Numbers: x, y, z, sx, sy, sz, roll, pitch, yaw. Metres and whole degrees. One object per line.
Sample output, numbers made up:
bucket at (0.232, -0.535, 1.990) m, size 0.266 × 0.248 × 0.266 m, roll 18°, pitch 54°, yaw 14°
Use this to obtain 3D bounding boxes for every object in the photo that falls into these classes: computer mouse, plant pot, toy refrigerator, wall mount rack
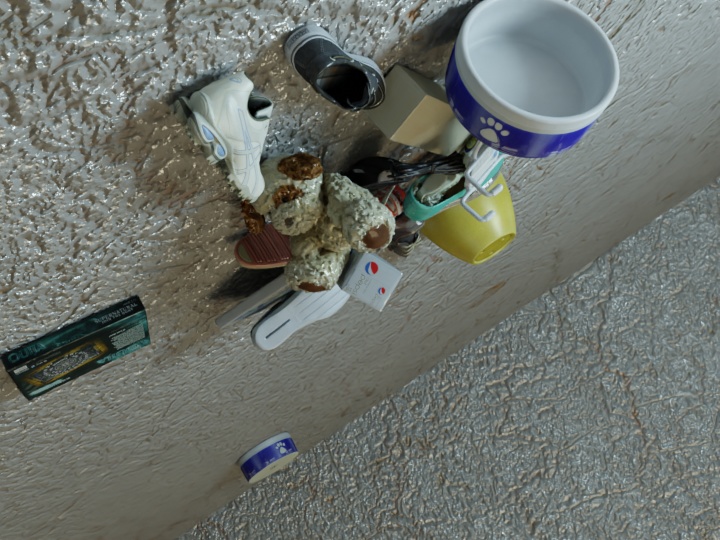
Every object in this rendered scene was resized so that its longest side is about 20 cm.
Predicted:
computer mouse at (0.062, -0.151, 1.053) m, size 0.140 × 0.046 × 0.200 m, roll -10°, pitch -177°, yaw -25°
plant pot at (0.219, -0.098, 1.396) m, size 0.199 × 0.142 × 0.200 m, roll -30°, pitch 161°, yaw -11°
toy refrigerator at (0.091, -0.218, 1.002) m, size 0.076 × 0.070 × 0.200 m, roll -48°, pitch 158°, yaw 23°
wall mount rack at (0.213, -0.158, 1.007) m, size 0.174 × 0.075 × 0.200 m, roll -47°, pitch 167°, yaw -6°

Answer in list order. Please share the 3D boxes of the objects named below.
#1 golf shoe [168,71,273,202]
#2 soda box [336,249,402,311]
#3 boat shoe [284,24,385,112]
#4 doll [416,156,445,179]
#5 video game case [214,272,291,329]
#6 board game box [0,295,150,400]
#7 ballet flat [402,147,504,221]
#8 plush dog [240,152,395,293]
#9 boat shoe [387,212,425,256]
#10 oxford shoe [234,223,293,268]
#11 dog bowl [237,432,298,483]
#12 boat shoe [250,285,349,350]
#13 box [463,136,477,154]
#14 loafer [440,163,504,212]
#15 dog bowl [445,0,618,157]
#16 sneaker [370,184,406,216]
golf shoe at (-0.128, -0.145, 0.812) m, size 0.097 × 0.078 × 0.200 m, roll -38°, pitch 163°, yaw -4°
soda box at (0.000, 0.000, 1.069) m, size 0.064 × 0.068 × 0.200 m, roll -59°, pitch -168°, yaw 4°
boat shoe at (-0.013, -0.215, 0.831) m, size 0.070 × 0.066 × 0.200 m, roll -38°, pitch 161°, yaw 14°
doll at (0.184, -0.210, 1.204) m, size 0.200 × 0.049 × 0.136 m, roll -38°, pitch 171°, yaw 17°
video game case at (-0.126, 0.027, 1.224) m, size 0.200 × 0.022 × 0.182 m, roll -33°, pitch 176°, yaw 26°
board game box at (-0.411, 0.116, 1.067) m, size 0.199 × 0.028 × 0.135 m, roll -26°, pitch 161°, yaw -24°
ballet flat at (0.151, -0.147, 1.112) m, size 0.200 × 0.067 × 0.070 m, roll -37°, pitch 170°, yaw -9°
plush dog at (-0.064, -0.089, 0.952) m, size 0.171 × 0.161 × 0.200 m, roll 30°, pitch 138°, yaw -25°
boat shoe at (0.078, -0.068, 1.242) m, size 0.074 × 0.073 × 0.200 m, roll -35°, pitch -173°, yaw -6°
oxford shoe at (-0.115, -0.032, 1.125) m, size 0.199 × 0.071 × 0.074 m, roll -16°, pitch 160°, yaw -40°
dog bowl at (-0.315, 0.642, 2.478) m, size 0.199 × 0.079 × 0.200 m, roll -29°, pitch 161°, yaw -11°
boat shoe at (-0.110, 0.063, 1.258) m, size 0.199 × 0.072 × 0.071 m, roll -31°, pitch -160°, yaw -17°
box at (0.230, -0.258, 1.069) m, size 0.032 × 0.121 × 0.200 m, roll 35°, pitch 120°, yaw -23°
loafer at (0.172, -0.148, 1.283) m, size 0.199 × 0.072 × 0.063 m, roll -31°, pitch -175°, yaw 1°
dog bowl at (0.209, -0.243, 0.896) m, size 0.199 × 0.201 × 0.079 m, roll -26°, pitch 162°, yaw -20°
sneaker at (0.026, -0.095, 1.123) m, size 0.108 × 0.067 × 0.201 m, roll -35°, pitch -171°, yaw -3°
